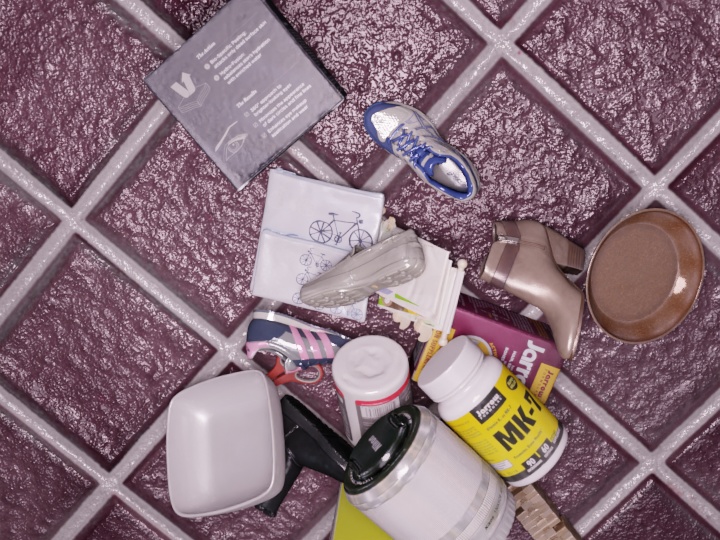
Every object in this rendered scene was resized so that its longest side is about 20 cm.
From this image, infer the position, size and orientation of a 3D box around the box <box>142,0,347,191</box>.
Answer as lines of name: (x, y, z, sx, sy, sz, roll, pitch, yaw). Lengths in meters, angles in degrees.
box: (-0.154, -0.254, 1.223, 0.196, 0.117, 0.200, -38, 100, 11)

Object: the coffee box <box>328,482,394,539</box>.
coffee box: (0.045, 0.453, 1.336, 0.199, 0.200, 0.198, 11, 111, 0)

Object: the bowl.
bowl: (-0.194, 0.264, 1.322, 0.199, 0.075, 0.200, -19, 64, 24)

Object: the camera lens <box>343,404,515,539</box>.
camera lens: (0.089, 0.292, 1.182, 0.200, 0.160, 0.160, 43, 102, -14)

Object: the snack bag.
snack bag: (-0.063, -0.038, 1.304, 0.188, 0.021, 0.201, 14, 104, 11)

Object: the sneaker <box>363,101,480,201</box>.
sneaker: (0.091, -0.172, 1.249, 0.200, 0.088, 0.075, 34, 104, -4)

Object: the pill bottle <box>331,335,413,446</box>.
pill bottle: (0.024, 0.199, 1.298, 0.110, 0.111, 0.200, -5, 134, 4)

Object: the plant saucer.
plant saucer: (0.407, 0.006, 1.282, 0.200, 0.037, 0.201, -4, 105, -17)

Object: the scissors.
scissors: (-0.150, 0.171, 1.382, 0.199, 0.014, 0.073, -22, 104, 9)

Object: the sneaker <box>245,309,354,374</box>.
sneaker: (-0.076, 0.124, 1.322, 0.199, 0.070, 0.082, 18, 75, -4)

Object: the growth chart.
growth chart: (0.070, 0.011, 1.270, 0.200, 0.018, 0.145, 34, 113, 38)

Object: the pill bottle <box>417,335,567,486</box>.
pill bottle: (0.180, 0.192, 1.214, 0.114, 0.114, 0.200, -44, 100, 11)

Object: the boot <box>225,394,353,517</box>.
boot: (-0.102, 0.307, 1.354, 0.198, 0.073, 0.163, 39, 96, 21)

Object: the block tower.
block tower: (0.299, 0.407, 1.398, 0.058, 0.054, 0.200, -39, 99, 11)

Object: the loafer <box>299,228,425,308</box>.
loafer: (0.000, 0.000, 1.257, 0.199, 0.070, 0.070, -20, 62, 22)

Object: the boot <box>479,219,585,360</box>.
boot: (0.243, 0.020, 1.257, 0.146, 0.070, 0.201, 13, 61, -4)

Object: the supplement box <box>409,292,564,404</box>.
supplement box: (0.187, 0.124, 1.308, 0.199, 0.103, 0.131, 19, 103, -3)
